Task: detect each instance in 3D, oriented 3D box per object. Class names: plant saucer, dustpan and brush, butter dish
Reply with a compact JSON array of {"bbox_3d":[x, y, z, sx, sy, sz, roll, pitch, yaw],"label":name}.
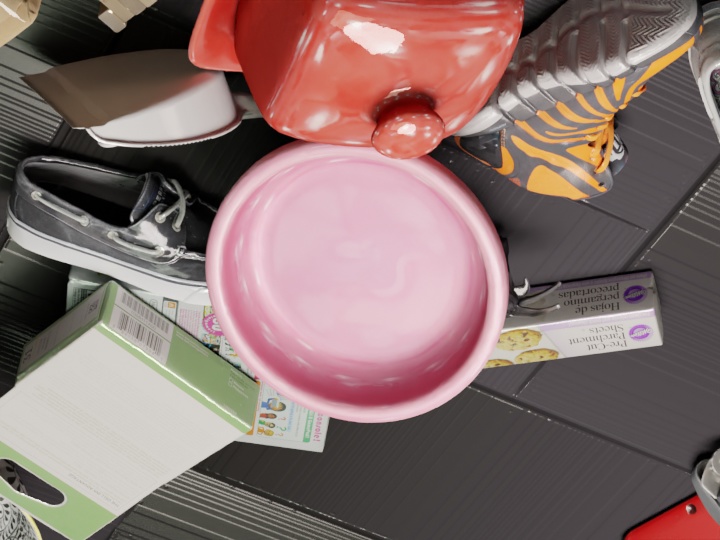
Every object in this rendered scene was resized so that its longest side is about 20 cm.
[{"bbox_3d":[0.000,0.000,1.529,0.199,0.051,0.202,5,116,10],"label":"plant saucer"},{"bbox_3d":[-0.106,-0.110,1.528,0.199,0.140,0.058,-17,115,-18],"label":"dustpan and brush"},{"bbox_3d":[0.016,-0.135,1.415,0.198,0.149,0.200,-1,149,-22],"label":"butter dish"}]

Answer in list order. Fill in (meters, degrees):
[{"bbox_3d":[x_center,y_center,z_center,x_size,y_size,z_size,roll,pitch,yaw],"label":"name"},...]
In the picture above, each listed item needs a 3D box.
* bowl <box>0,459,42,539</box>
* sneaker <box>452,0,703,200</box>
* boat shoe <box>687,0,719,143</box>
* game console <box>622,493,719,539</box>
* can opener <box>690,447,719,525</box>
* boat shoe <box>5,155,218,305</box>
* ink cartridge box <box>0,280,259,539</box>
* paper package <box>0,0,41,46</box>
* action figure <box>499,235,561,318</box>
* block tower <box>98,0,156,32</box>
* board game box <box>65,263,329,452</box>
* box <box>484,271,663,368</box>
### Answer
[{"bbox_3d":[-0.337,0.173,1.821,0.199,0.095,0.202,2,135,2],"label":"bowl"},{"bbox_3d":[0.156,-0.114,1.519,0.199,0.078,0.112,-21,134,38],"label":"sneaker"},{"bbox_3d":[0.267,-0.085,1.532,0.071,0.069,0.201,-13,132,17],"label":"boat shoe"},{"bbox_3d":[0.342,0.227,1.872,0.199,0.119,0.172,-33,155,32],"label":"game console"},{"bbox_3d":[0.336,0.209,1.785,0.200,0.053,0.067,44,160,4],"label":"can opener"},{"bbox_3d":[-0.144,-0.035,1.622,0.198,0.072,0.068,16,136,-1],"label":"boat shoe"},{"bbox_3d":[-0.191,0.106,1.690,0.145,0.048,0.200,37,129,-26],"label":"ink cartridge box"},{"bbox_3d":[-0.276,-0.187,1.391,0.199,0.192,0.103,-28,127,30],"label":"paper package"},{"bbox_3d":[0.033,0.005,1.615,0.199,0.119,0.102,23,123,-5],"label":"action figure"},{"bbox_3d":[-0.096,-0.226,1.435,0.199,0.054,0.058,-32,124,30],"label":"block tower"},{"bbox_3d":[-0.113,0.050,1.703,0.198,0.065,0.148,9,136,-2],"label":"board game box"},{"bbox_3d":[0.116,0.040,1.690,0.198,0.039,0.042,-8,135,12],"label":"box"}]
